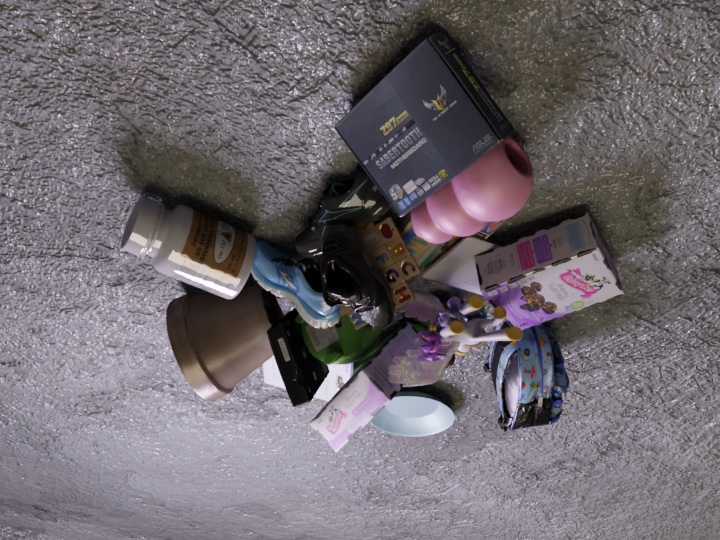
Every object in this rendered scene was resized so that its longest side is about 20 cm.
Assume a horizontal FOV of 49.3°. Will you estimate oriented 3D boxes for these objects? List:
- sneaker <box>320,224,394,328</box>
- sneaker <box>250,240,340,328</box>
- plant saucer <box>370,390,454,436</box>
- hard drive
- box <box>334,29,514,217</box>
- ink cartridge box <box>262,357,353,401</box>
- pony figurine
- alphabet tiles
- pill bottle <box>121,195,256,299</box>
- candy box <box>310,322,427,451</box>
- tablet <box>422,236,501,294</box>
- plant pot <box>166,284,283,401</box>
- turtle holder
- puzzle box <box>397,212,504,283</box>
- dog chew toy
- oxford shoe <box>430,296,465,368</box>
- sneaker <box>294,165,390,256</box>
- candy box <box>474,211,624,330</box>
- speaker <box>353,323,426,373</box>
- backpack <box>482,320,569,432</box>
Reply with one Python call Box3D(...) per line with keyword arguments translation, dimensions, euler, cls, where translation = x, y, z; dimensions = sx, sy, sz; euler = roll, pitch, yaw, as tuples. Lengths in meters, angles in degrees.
Box3D(translation=(-0.008, 0.038, 1.209), dimensions=(0.075, 0.115, 0.201), euler=(-12, 129, 19), cls="sneaker")
Box3D(translation=(-0.103, 0.003, 1.305), dimensions=(0.199, 0.078, 0.091), euler=(35, 128, 17), cls="sneaker")
Box3D(translation=(0.114, 0.316, 1.775), dimensions=(0.196, 0.039, 0.203), euler=(3, 143, 2), cls="plant saucer")
Box3D(translation=(-0.109, 0.149, 1.405), dimensions=(0.037, 0.200, 0.142), euler=(-18, 96, 11), cls="hard drive")
Box3D(translation=(0.079, -0.187, 1.030), dimensions=(0.199, 0.051, 0.159), euler=(-34, 94, 40), cls="box")
Box3D(translation=(-0.105, 0.193, 1.596), dimensions=(0.196, 0.041, 0.201), euler=(16, 144, 7), cls="ink cartridge box")
Box3D(translation=(0.144, 0.102, 1.282), dimensions=(0.189, 0.170, 0.200), euler=(7, 161, -15), cls="pony figurine")
Box3D(translation=(0.000, 0.000, 1.291), dimensions=(0.198, 0.006, 0.169), euler=(-29, 90, 33), cls="alphabet tiles")
Box3D(translation=(-0.277, -0.040, 1.269), dimensions=(0.197, 0.116, 0.114), euler=(23, 140, -25), cls="pill bottle")
Box3D(translation=(0.021, 0.203, 1.392), dimensions=(0.072, 0.200, 0.168), euler=(45, 123, 4), cls="candy box")
Box3D(translation=(0.217, 0.001, 1.336), dimensions=(0.197, 0.014, 0.130), euler=(15, 141, -31), cls="tablet")
Box3D(translation=(-0.230, 0.114, 1.432), dimensions=(0.171, 0.202, 0.201), euler=(-22, 139, 7), cls="plant pot")
Box3D(translation=(-0.017, 0.081, 1.408), dimensions=(0.140, 0.188, 0.132), euler=(33, -177, 16), cls="turtle holder")
Box3D(translation=(0.129, -0.057, 1.284), dimensions=(0.131, 0.026, 0.200), euler=(18, 141, -19), cls="puzzle box")
Box3D(translation=(0.150, -0.108, 1.124), dimensions=(0.123, 0.126, 0.199), euler=(29, 134, -30), cls="dog chew toy")
Box3D(translation=(0.176, 0.125, 1.484), dimensions=(0.082, 0.074, 0.202), euler=(-2, 143, 5), cls="oxford shoe")
Box3D(translation=(-0.039, -0.095, 1.226), dimensions=(0.198, 0.076, 0.079), euler=(-32, 118, 30), cls="sneaker")
Box3D(translation=(0.310, 0.008, 1.286), dimensions=(0.197, 0.073, 0.168), euler=(-23, 143, 22), cls="candy box")
Box3D(translation=(0.053, 0.179, 1.557), dimensions=(0.087, 0.090, 0.199), euler=(25, 139, -27), cls="speaker")
Box3D(translation=(0.309, 0.170, 1.455), dimensions=(0.131, 0.185, 0.203), euler=(-5, 132, -2), cls="backpack")
